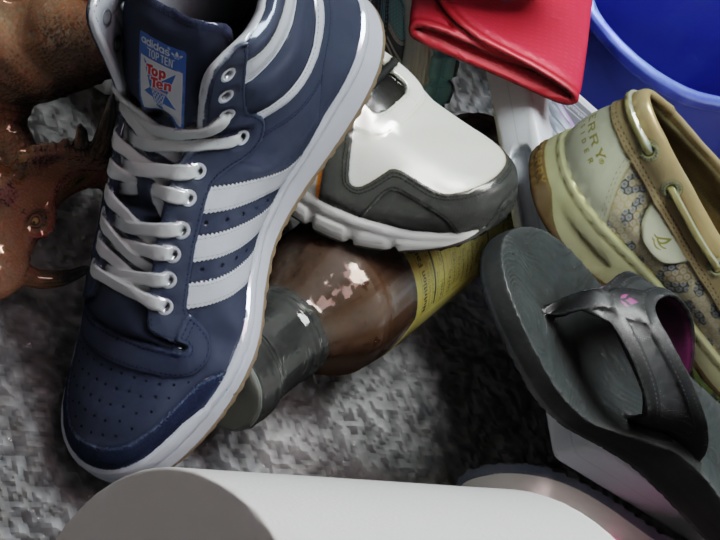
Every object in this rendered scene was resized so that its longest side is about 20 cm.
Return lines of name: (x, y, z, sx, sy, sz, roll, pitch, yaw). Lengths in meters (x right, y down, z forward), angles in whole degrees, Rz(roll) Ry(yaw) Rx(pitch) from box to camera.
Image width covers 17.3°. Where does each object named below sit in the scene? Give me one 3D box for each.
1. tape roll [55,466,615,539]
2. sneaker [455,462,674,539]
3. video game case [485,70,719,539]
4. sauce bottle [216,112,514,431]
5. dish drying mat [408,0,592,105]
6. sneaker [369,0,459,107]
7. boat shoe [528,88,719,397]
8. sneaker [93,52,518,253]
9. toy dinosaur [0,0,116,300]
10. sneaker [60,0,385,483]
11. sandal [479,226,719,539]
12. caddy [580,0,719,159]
tape roll: (-0.008, 0.164, 0.727, 0.138, 0.203, 0.204, 6, 59, -36)
sneaker: (0.116, 0.151, 0.944, 0.199, 0.070, 0.082, 25, 55, -18)
video game case: (0.121, 0.022, 1.007, 0.200, 0.023, 0.183, 34, 42, -52)
sauce bottle: (0.000, 0.000, 0.944, 0.065, 0.065, 0.200, 53, 44, 2)
dish drying mat: (0.067, -0.148, 1.012, 0.076, 0.018, 0.201, 23, 40, -10)
sneaker: (-0.020, -0.156, 1.025, 0.086, 0.078, 0.201, -1, 60, -29)
boat shoe: (0.153, 0.003, 0.948, 0.200, 0.063, 0.074, 34, 36, -29)
sneaker: (-0.026, -0.078, 0.913, 0.199, 0.080, 0.074, 29, 37, 9)
toy dinosaur: (-0.099, -0.096, 0.860, 0.136, 0.200, 0.086, 45, 19, -3)
sneaker: (-0.067, -0.028, 0.823, 0.201, 0.070, 0.108, -64, 154, -6)
sandal: (0.113, 0.039, 0.892, 0.200, 0.048, 0.076, 39, 35, -39)
caddy: (0.153, -0.124, 1.123, 0.199, 0.105, 0.142, 7, 59, -37)
